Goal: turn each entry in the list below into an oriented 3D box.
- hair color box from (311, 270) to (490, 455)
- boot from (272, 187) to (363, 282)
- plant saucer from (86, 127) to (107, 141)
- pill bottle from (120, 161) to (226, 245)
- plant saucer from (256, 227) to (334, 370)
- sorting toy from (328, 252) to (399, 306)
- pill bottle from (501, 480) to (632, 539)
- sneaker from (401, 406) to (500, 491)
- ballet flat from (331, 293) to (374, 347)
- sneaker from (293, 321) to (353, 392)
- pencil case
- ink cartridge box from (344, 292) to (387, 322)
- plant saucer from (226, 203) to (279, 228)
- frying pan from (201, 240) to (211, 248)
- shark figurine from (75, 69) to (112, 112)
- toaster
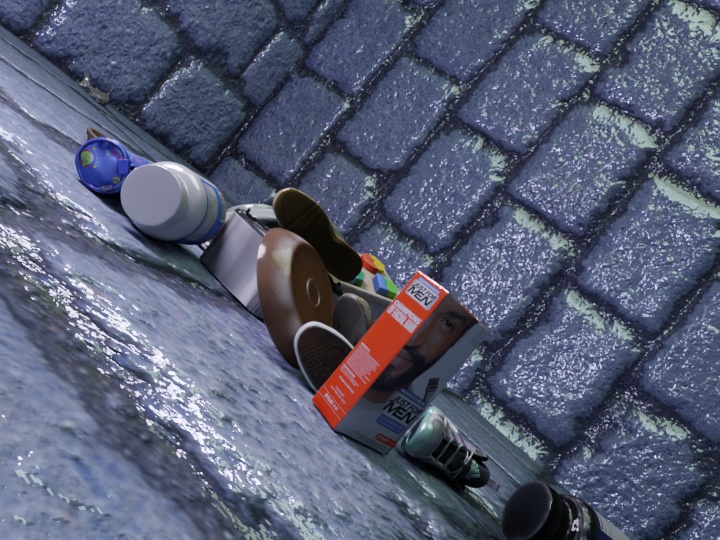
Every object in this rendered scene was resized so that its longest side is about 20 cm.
[{"bbox_3d":[0.050,0.113,0.719,0.111,0.200,0.064,39,0,-41],"label":"hair color box"},{"bbox_3d":[-0.093,-0.075,1.003,0.200,0.072,0.155,46,-3,-35],"label":"boot"},{"bbox_3d":[-0.491,-0.224,1.264,0.200,0.030,0.200,39,0,0],"label":"plant saucer"},{"bbox_3d":[-0.274,-0.098,0.886,0.112,0.112,0.200,39,0,2],"label":"pill bottle"},{"bbox_3d":[-0.078,0.035,0.828,0.200,0.036,0.201,-13,90,-72],"label":"plant saucer"},{"bbox_3d":[0.000,0.000,1.172,0.185,0.037,0.200,21,20,-34],"label":"sorting toy"},{"bbox_3d":[0.283,0.364,0.779,0.200,0.112,0.112,39,0,-12],"label":"pill bottle"},{"bbox_3d":[0.138,0.266,0.857,0.140,0.078,0.200,39,0,20],"label":"sneaker"},{"bbox_3d":[0.003,0.111,0.865,0.067,0.046,0.201,19,-48,37],"label":"ballet flat"},{"bbox_3d":[-0.025,0.141,0.800,0.200,0.073,0.085,52,-8,-22],"label":"sneaker"},{"bbox_3d":[-0.355,-0.146,0.930,0.086,0.078,0.200,10,-1,3],"label":"pencil case"},{"bbox_3d":[-0.014,0.096,1.220,0.200,0.145,0.083,40,0,18],"label":"ink cartridge box"},{"bbox_3d":[-0.227,-0.100,1.255,0.200,0.199,0.050,40,43,-77],"label":"plant saucer"},{"bbox_3d":[-0.301,-0.063,1.151,0.190,0.031,0.115,42,-2,-2],"label":"frying pan"},{"bbox_3d":[-1.085,-0.751,2.520,0.214,0.090,0.128,42,0,32],"label":"shark figurine"},{"bbox_3d":[-0.149,0.001,1.007,0.181,0.119,0.200,39,-1,33],"label":"toaster"}]
